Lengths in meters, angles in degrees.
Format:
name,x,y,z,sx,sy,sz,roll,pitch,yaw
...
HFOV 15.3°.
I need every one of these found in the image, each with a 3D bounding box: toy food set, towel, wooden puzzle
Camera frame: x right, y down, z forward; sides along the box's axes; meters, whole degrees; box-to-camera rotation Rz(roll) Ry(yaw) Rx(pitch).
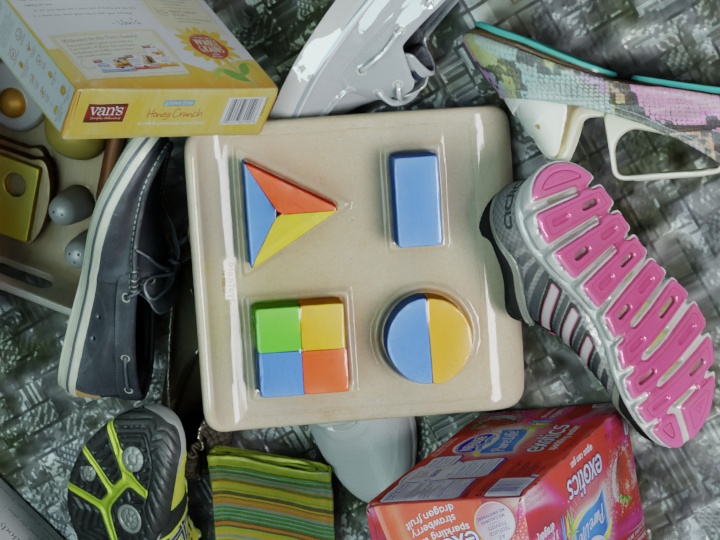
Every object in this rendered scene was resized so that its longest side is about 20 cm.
name,x,y,z,sx,sy,sz,roll,pitch,yaw
toy food set,-0.208,-0.079,1.722,0.143,0.060,0.200,19,111,16
towel,-0.055,0.209,1.749,0.086,0.018,0.200,8,117,21
wooden puzzle,0.000,0.000,1.603,0.200,0.046,0.186,-5,97,-9

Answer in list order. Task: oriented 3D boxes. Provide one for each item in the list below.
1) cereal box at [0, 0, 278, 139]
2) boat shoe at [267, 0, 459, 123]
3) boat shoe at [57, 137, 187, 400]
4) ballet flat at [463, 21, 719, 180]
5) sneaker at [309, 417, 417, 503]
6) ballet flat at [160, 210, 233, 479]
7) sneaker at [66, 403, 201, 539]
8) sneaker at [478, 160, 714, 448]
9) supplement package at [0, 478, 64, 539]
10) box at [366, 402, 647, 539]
name,x,y,z,sx,sy,sz,roll,pitch,yaw
cereal box,-0.158,-0.151,1.591,0.200,0.144,0.040,50,129,37
boat shoe,0.016,-0.137,1.613,0.068,0.072,0.200,39,107,8
boat shoe,-0.140,-0.003,1.675,0.062,0.075,0.200,18,117,6
ballet flat,0.147,-0.090,1.564,0.200,0.069,0.071,15,95,15
sneaker,-0.024,0.058,1.676,0.070,0.080,0.201,-15,100,24
ballet flat,-0.099,0.043,1.720,0.067,0.046,0.200,18,111,17
sneaker,-0.143,0.163,1.742,0.075,0.076,0.200,33,128,25
sneaker,0.138,0.020,1.601,0.200,0.074,0.087,54,154,-20
supplement package,-0.302,0.238,1.776,0.152,0.200,0.151,43,117,5
box,0.091,0.150,1.585,0.100,0.200,0.096,-5,101,24
